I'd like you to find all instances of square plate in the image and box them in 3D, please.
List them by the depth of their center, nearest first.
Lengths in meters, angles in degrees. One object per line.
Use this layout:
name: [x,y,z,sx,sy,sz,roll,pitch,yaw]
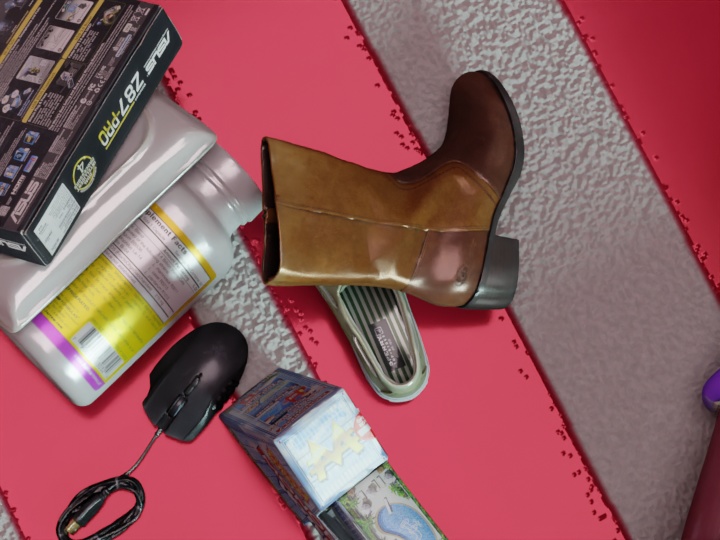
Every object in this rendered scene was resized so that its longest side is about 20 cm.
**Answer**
square plate: [-0.232,-0.079,1.565,0.200,0.028,0.198,-44,54,-10]

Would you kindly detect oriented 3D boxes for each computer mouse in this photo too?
computer mouse: [-0.151,0.120,1.588,0.059,0.034,0.200,36,81,1]

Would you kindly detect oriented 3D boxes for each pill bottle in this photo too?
pill bottle: [-0.163,-0.005,1.571,0.200,0.104,0.104,-44,87,-10]

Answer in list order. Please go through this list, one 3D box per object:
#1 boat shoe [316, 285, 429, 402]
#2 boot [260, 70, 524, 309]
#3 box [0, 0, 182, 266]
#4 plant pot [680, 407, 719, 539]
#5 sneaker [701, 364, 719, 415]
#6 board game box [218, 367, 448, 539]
boat shoe: [0.000,0.000,1.604,0.072,0.062,0.201,-27,84,-8]
boot: [0.016,-0.069,1.578,0.199,0.068,0.189,9,78,-26]
box: [-0.240,-0.111,1.541,0.161,0.049,0.201,15,65,28]
plant pot: [0.311,0.186,1.545,0.199,0.200,0.180,10,65,-3]
sneaker: [0.311,0.018,1.628,0.200,0.070,0.100,-42,74,-7]
board game box: [-0.012,0.150,1.510,0.062,0.200,0.200,-38,85,-10]
